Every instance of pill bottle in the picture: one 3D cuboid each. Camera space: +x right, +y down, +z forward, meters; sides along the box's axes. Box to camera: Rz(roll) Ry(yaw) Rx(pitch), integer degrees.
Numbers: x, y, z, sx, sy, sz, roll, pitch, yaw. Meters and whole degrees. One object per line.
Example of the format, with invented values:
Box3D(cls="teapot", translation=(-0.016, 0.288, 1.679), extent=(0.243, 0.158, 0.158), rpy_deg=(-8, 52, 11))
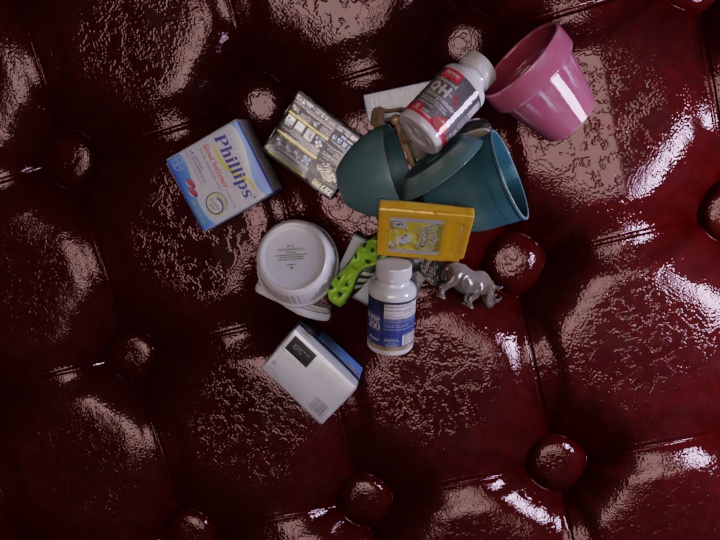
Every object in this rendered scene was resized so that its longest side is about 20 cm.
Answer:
Box3D(cls="pill bottle", translation=(0.071, 0.079, 1.517), extent=(0.108, 0.111, 0.204), rpy_deg=(4, 112, 6))
Box3D(cls="pill bottle", translation=(0.180, -0.342, 1.353), extent=(0.111, 0.111, 0.200), rpy_deg=(43, 83, -3))

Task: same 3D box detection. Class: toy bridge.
Box3D(cls="toy bridge", translation=(0.099, -0.302, 1.415), extent=(0.027, 0.198, 0.069), rpy_deg=(-6, 72, 45))

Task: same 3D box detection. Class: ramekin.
Box3D(cls="ramekin", translation=(-0.149, -0.022, 1.541), extent=(0.198, 0.094, 0.207), rpy_deg=(-1, 80, 3))

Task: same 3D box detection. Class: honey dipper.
Box3D(cls="honey dipper", translation=(0.106, -0.255, 1.481), extent=(0.037, 0.038, 0.202), rpy_deg=(-21, 127, 10))

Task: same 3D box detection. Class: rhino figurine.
Box3D(cls="rhino figurine", translation=(0.255, 0.040, 1.526), extent=(0.197, 0.060, 0.089), rpy_deg=(18, 95, -32))

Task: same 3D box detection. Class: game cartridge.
Box3D(cls="game cartridge", translation=(0.133, -0.080, 1.432), extent=(0.195, 0.177, 0.033), rpy_deg=(7, 59, 4))

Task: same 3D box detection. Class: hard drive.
Box3D(cls="hard drive", translation=(0.044, 0.018, 1.591), extent=(0.197, 0.033, 0.141), rpy_deg=(27, 103, 1))

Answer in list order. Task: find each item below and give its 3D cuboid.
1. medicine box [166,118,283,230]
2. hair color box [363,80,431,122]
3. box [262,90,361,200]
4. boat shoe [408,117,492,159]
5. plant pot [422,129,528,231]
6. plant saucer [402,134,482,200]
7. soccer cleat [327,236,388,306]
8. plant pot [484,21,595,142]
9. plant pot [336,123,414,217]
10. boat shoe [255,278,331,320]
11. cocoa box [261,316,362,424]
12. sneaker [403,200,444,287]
Box3D(cls="medicine box", translation=(-0.310, -0.221, 1.551), extent=(0.197, 0.103, 0.185), rpy_deg=(-26, 97, 12))
Box3D(cls="hair color box", translation=(0.111, -0.372, 1.473), extent=(0.196, 0.099, 0.062), rpy_deg=(-9, 99, 8))
Box3D(cls="box", translation=(-0.102, -0.286, 1.542), extent=(0.198, 0.049, 0.163), rpy_deg=(35, 101, -1))
Box3D(cls="boat shoe", translation=(0.198, -0.296, 1.507), extent=(0.196, 0.058, 0.067), rpy_deg=(-9, 135, 12))
Box3D(cls="plant pot", translation=(0.241, -0.170, 1.457), extent=(0.185, 0.200, 0.203), rpy_deg=(-22, 98, 23))
Box3D(cls="plant saucer", translation=(0.157, -0.219, 1.370), extent=(0.199, 0.200, 0.036), rpy_deg=(-36, 103, 12))
Box3D(cls="soccer cleat", translation=(0.000, 0.000, 1.546), extent=(0.067, 0.081, 0.200), rpy_deg=(42, 82, 18))
Box3D(cls="plant pot", translation=(0.385, -0.378, 1.403), extent=(0.179, 0.201, 0.200), rpy_deg=(41, 103, -18))
Box3D(cls="plant pot", translation=(0.024, -0.200, 1.465), extent=(0.132, 0.200, 0.204), rpy_deg=(-15, 99, 17))
Box3D(cls="boat shoe", translation=(-0.156, 0.055, 1.601), extent=(0.197, 0.074, 0.068), rpy_deg=(22, 104, 2))
Box3D(cls="cocoa box", translation=(-0.112, 0.232, 1.600), extent=(0.200, 0.131, 0.134), rpy_deg=(43, 103, -3))
Box3D(cls="sneaker", translation=(0.152, -0.063, 1.542), extent=(0.102, 0.060, 0.205), rpy_deg=(0, 88, -2))
